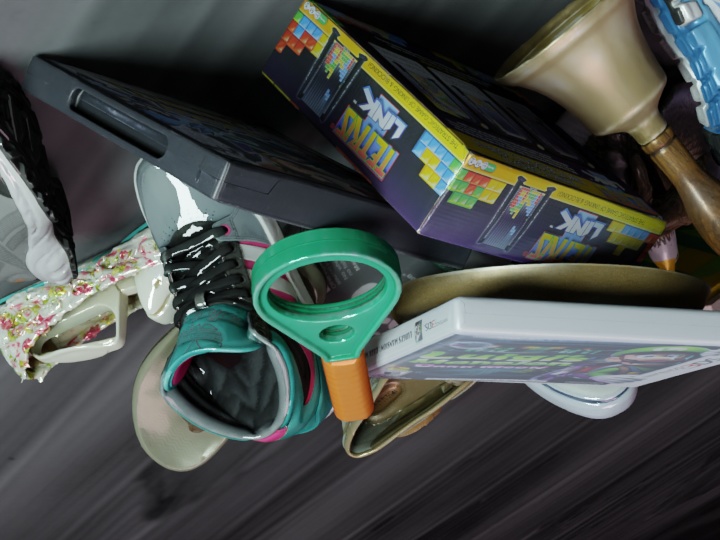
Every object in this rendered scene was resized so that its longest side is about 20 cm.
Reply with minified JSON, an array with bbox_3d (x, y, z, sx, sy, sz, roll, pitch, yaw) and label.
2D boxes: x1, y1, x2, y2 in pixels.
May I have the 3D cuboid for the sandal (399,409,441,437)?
[{"bbox_3d":[0.039,0.118,1.383,0.080,0.054,0.200,-33,162,-26],"label":"sandal"}]

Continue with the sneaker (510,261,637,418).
[{"bbox_3d":[0.119,0.020,1.120,0.073,0.200,0.071,-34,148,-13],"label":"sneaker"}]

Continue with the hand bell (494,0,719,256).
[{"bbox_3d":[0.182,-0.072,0.956,0.104,0.200,0.104,-39,-172,7],"label":"hand bell"}]

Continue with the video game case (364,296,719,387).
[{"bbox_3d":[0.115,0.046,0.940,0.200,0.023,0.182,4,167,-18],"label":"video game case"}]

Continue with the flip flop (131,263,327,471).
[{"bbox_3d":[-0.090,0.064,1.050,0.081,0.058,0.200,31,122,-16],"label":"flip flop"}]

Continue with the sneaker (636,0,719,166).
[{"bbox_3d":[0.240,-0.121,0.956,0.087,0.200,0.075,-27,-173,-7],"label":"sneaker"}]

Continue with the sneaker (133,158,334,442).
[{"bbox_3d":[-0.088,0.021,0.949,0.084,0.200,0.121,-31,-175,21],"label":"sneaker"}]

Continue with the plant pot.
[{"bbox_3d":[0.114,0.028,0.977,0.200,0.028,0.200,-1,168,0],"label":"plant pot"}]

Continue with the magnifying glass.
[{"bbox_3d":[-0.013,0.035,0.889,0.079,0.022,0.200,-9,151,1],"label":"magnifying glass"}]

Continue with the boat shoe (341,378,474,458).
[{"bbox_3d":[0.054,0.079,1.233,0.073,0.063,0.200,27,134,-19],"label":"boat shoe"}]

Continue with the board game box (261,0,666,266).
[{"bbox_3d":[0.063,-0.071,0.934,0.200,0.165,0.057,14,117,-47],"label":"board game box"}]

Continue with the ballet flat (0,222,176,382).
[{"bbox_3d":[-0.158,0.018,1.074,0.200,0.064,0.076,-27,154,14],"label":"ballet flat"}]

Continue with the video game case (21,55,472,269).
[{"bbox_3d":[-0.060,-0.060,0.888,0.200,0.181,0.026,14,102,-48],"label":"video game case"}]

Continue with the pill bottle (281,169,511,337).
[{"bbox_3d":[0.000,0.000,1.090,0.113,0.113,0.200,12,140,-46],"label":"pill bottle"}]

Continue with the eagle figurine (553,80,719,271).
[{"bbox_3d":[0.195,-0.062,1.107,0.151,0.200,0.151,13,115,3],"label":"eagle figurine"}]

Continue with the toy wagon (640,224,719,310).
[{"bbox_3d":[0.211,-0.002,1.199,0.155,0.200,0.040,-32,119,-25],"label":"toy wagon"}]

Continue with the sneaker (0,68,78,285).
[{"bbox_3d":[-0.213,-0.043,0.915,0.079,0.074,0.200,-11,153,-6],"label":"sneaker"}]
